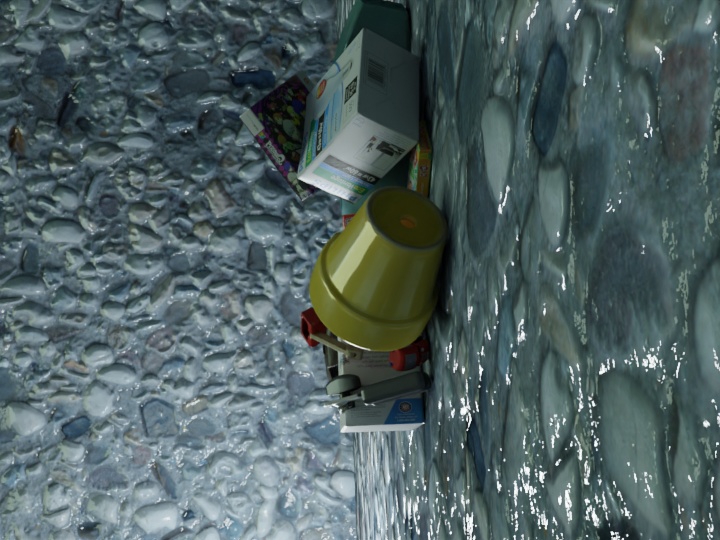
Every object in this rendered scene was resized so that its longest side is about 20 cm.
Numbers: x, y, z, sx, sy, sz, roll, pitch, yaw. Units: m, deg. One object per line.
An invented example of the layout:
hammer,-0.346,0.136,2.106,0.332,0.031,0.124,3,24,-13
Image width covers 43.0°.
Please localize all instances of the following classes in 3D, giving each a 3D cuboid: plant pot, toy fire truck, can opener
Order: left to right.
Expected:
toy fire truck,0.005,0.116,1.560,0.199,0.140,0.049,35,134,39
plant pot,0.023,-0.407,1.736,0.142,0.139,0.202,-100,21,-65
can opener,0.022,0.199,1.546,0.052,0.198,0.067,14,-116,-62
plant pot,0.029,-0.153,1.718,0.200,0.133,0.203,178,90,-86
plant pot,0.041,-0.014,1.375,0.190,0.198,0.203,116,157,-44

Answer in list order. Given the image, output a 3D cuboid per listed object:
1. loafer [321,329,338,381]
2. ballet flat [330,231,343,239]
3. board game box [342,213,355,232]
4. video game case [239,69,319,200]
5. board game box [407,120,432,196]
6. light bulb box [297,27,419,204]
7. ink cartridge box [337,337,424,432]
loafer,-0.041,0.164,1.860,0.072,0.072,0.202,-109,9,-60
ballet flat,0.012,-0.001,1.911,0.200,0.069,0.069,49,173,1
board game box,0.000,0.000,1.680,0.200,0.046,0.154,94,167,-72
video game case,-0.105,-0.245,1.633,0.182,0.036,0.200,53,-141,-10
board game box,0.097,-0.141,1.545,0.096,0.030,0.202,-96,5,-52
light bulb box,-0.002,-0.259,1.555,0.200,0.124,0.200,-41,36,45
ink cartridge box,0.033,0.190,1.686,0.145,0.145,0.203,105,163,-75
